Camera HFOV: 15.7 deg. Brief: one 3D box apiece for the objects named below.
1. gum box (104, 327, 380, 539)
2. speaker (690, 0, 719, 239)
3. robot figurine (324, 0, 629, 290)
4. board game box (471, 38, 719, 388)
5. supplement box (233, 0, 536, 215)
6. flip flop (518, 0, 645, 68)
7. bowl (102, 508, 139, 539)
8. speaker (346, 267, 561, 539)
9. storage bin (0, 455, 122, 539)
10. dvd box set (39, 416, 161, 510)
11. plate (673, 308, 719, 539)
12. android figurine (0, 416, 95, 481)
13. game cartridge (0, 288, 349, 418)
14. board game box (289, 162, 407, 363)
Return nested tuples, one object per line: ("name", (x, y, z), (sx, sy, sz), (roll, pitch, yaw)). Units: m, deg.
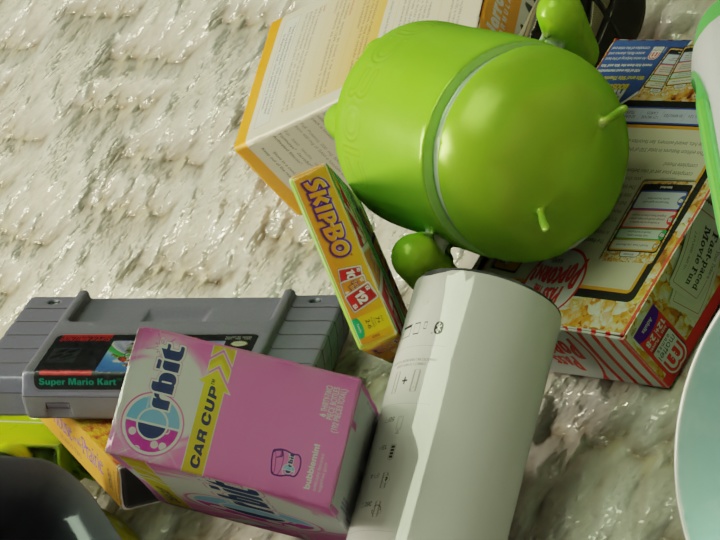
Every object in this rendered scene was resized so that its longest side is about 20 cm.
("gum box", (-0.051, 0.091, 1.330), (0.113, 0.200, 0.067), (13, 78, 8))
("speaker", (0.212, -0.044, 1.270), (0.088, 0.088, 0.201), (-27, 47, 28))
("robot figurine", (0.063, -0.070, 1.392), (0.176, 0.115, 0.200), (-58, 32, -8))
("board game box", (0.151, -0.036, 1.406), (0.151, 0.046, 0.201), (7, 58, 54))
("supplement box", (0.026, -0.131, 1.649), (0.199, 0.074, 0.127), (-22, 37, 34))
("flip flop", (0.099, -0.100, 1.532), (0.201, 0.081, 0.058), (-58, 6, -17))
("bowl", (-0.233, 0.200, 1.533), (0.199, 0.108, 0.201), (-31, 33, 23))
("speaker", (0.040, 0.105, 1.298), (0.081, 0.081, 0.201), (-9, 58, 46))
("storage bin", (-0.185, 0.217, 1.376), (0.134, 0.145, 0.200), (-47, 64, 17))
("dvd box set", (-0.107, 0.075, 1.530), (0.145, 0.030, 0.200), (-13, 22, -21))
("plate", (0.221, 0.078, 1.140), (0.199, 0.025, 0.202), (-12, 74, 46))
("android figurine", (-0.227, 0.108, 1.596), (0.180, 0.041, 0.200), (1, 6, 8))
("game cartridge", (-0.114, 0.048, 1.515), (0.198, 0.039, 0.130), (0, 17, 10))
("board game box", (0.000, 0.000, 1.417), (0.030, 0.096, 0.200), (-23, -6, 1))
